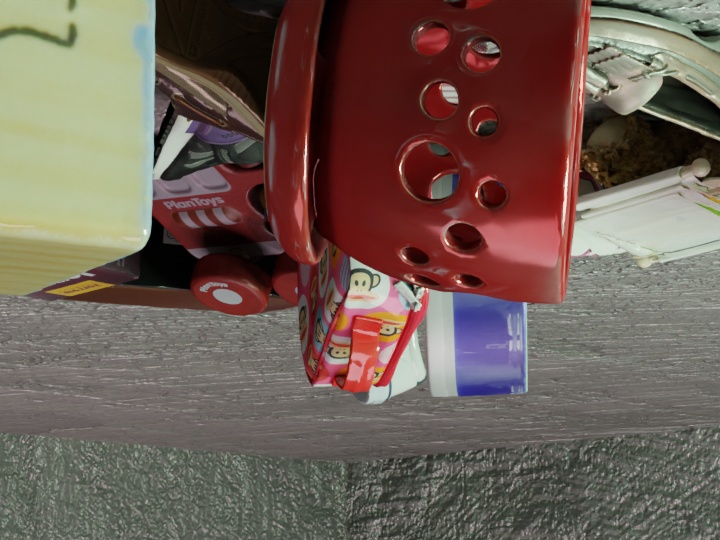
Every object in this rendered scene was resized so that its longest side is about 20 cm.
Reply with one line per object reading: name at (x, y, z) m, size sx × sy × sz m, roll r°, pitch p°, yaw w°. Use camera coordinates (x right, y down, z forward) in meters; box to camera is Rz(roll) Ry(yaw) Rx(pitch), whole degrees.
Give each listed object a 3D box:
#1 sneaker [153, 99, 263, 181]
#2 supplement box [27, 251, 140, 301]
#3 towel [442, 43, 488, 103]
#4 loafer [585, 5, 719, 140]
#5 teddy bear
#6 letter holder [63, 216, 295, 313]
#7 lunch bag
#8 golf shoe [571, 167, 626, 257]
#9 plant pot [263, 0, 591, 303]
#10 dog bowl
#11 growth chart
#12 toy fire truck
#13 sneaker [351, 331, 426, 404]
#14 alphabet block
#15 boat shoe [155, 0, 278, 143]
sneaker at (-0.092, -0.092, 1.476) m, size 0.087 × 0.076 × 0.200 m, roll 21°, pitch 166°, yaw -9°
supplement box at (-0.276, -0.040, 1.635) m, size 0.110 × 0.086 × 0.199 m, roll -14°, pitch 162°, yaw 40°
towel at (0.012, -0.135, 1.454) m, size 0.145 × 0.030 × 0.200 m, roll 2°, pitch 169°, yaw 1°
loafer at (0.190, -0.126, 1.395) m, size 0.199 × 0.063 × 0.072 m, roll 7°, pitch 168°, yaw -36°
teddy bear at (0.238, -0.077, 1.654) m, size 0.144 × 0.067 × 0.199 m, roll -7°, pitch 167°, yaw 45°
letter holder at (-0.153, -0.021, 1.867) m, size 0.199 × 0.101 × 0.142 m, roll 5°, pitch 170°, yaw -25°
lunch bag at (0.000, 0.000, 1.542) m, size 0.081 × 0.177 × 0.200 m, roll 3°, pitch 155°, yaw -10°
golf shoe at (0.189, -0.048, 1.723) m, size 0.091 × 0.073 × 0.200 m, roll 9°, pitch -172°, yaw 16°
plant pot at (0.041, -0.087, 1.253) m, size 0.181 × 0.202 × 0.200 m, roll 5°, pitch 170°, yaw 5°
dog bowl at (0.093, -0.002, 1.690) m, size 0.078 × 0.202 × 0.200 m, roll -1°, pitch 170°, yaw 4°
growth chart at (0.241, -0.040, 1.624) m, size 0.144 × 0.018 × 0.200 m, roll -14°, pitch 161°, yaw 26°
toy fire truck at (-0.085, -0.053, 1.707) m, size 0.199 × 0.113 × 0.168 m, roll -4°, pitch 148°, yaw 33°
sneaker at (0.012, 0.012, 1.832) m, size 0.070 × 0.201 × 0.073 m, roll -16°, pitch -163°, yaw -26°
alphabet block at (-0.242, -0.098, 1.191) m, size 0.199 × 0.197 × 0.196 m, roll 7°, pitch 166°, yaw -30°
boat shoe at (-0.090, -0.125, 1.338) m, size 0.072 × 0.073 × 0.199 m, roll -3°, pitch 159°, yaw 46°
